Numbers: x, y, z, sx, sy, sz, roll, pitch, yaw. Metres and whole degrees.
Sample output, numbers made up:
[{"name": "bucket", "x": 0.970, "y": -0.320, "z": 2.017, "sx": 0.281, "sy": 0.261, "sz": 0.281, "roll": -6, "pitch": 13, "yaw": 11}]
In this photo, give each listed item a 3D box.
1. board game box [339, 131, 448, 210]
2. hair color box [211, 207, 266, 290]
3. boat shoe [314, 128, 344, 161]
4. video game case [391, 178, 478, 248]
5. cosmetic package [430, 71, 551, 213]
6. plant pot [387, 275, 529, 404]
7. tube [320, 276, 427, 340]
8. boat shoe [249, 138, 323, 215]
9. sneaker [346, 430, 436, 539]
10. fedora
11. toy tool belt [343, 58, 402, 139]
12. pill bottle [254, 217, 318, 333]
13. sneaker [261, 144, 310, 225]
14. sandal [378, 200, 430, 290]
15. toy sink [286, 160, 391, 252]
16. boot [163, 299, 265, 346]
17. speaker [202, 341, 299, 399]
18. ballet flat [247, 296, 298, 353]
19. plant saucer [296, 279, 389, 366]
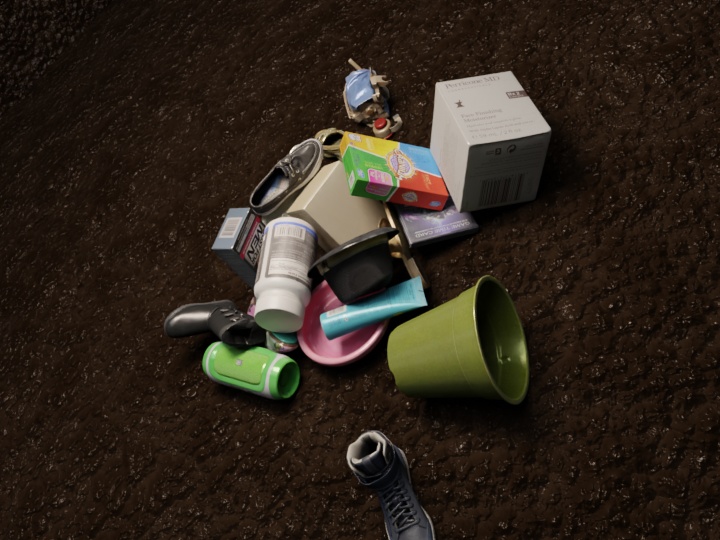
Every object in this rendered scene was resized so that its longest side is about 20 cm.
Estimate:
[{"name": "board game box", "x": 0.065, "y": -0.199, "z": 1.297, "sx": 0.196, "sy": 0.041, "sz": 0.155, "roll": 7, "pitch": 45, "yaw": -21}, {"name": "hair color box", "x": -0.214, "y": -0.029, "z": 1.353, "sx": 0.060, "sy": 0.201, "sz": 0.101, "roll": 2, "pitch": 58, "yaw": 31}, {"name": "boat shoe", "x": -0.060, "y": -0.306, "z": 1.545, "sx": 0.073, "sy": 0.063, "sz": 0.201, "roll": -38, "pitch": 37, "yaw": -4}, {"name": "video game case", "x": 0.139, "y": -0.135, "z": 1.323, "sx": 0.140, "sy": 0.019, "sz": 0.202, "roll": -14, "pitch": 50, "yaw": -6}, {"name": "cosmetic package", "x": 0.241, "y": -0.248, "z": 1.250, "sx": 0.161, "sy": 0.167, "sz": 0.202, "roll": -11, "pitch": 49, "yaw": -8}, {"name": "plant pot", "x": 0.149, "y": 0.130, "z": 1.064, "sx": 0.187, "sy": 0.200, "sz": 0.203, "roll": -17, "pitch": 50, "yaw": 32}, {"name": "tube", "x": 0.024, "y": 0.070, "z": 1.190, "sx": 0.197, "sy": 0.051, "sz": 0.078, "roll": -22, "pitch": 45, "yaw": 10}, {"name": "boat shoe", "x": -0.156, "y": -0.197, "z": 1.342, "sx": 0.199, "sy": 0.066, "sz": 0.070, "roll": -42, "pitch": 82, "yaw": 3}, {"name": "sneaker", "x": 0.044, "y": 0.341, "z": 0.985, "sx": 0.076, "sy": 0.147, "sz": 0.204, "roll": -28, "pitch": 50, "yaw": 5}, {"name": "fedora", "x": 0.000, "y": 0.000, "z": 1.195, "sx": 0.198, "sy": 0.200, "sz": 0.093, "roll": -26, "pitch": 83, "yaw": 10}, {"name": "toy tool belt", "x": 0.017, "y": -0.412, "z": 1.551, "sx": 0.123, "sy": 0.123, "sz": 0.202, "roll": -26, "pitch": 49, "yaw": 10}, {"name": "pill bottle", "x": -0.146, "y": 0.009, "z": 1.266, "sx": 0.112, "sy": 0.114, "sz": 0.204, "roll": -10, "pitch": 56, "yaw": 23}, {"name": "sneaker", "x": -0.148, "y": -0.169, "z": 1.415, "sx": 0.074, "sy": 0.085, "sz": 0.203, "roll": 26, "pitch": 89, "yaw": 8}, {"name": "sandal", "x": 0.062, "y": -0.043, "z": 1.279, "sx": 0.069, "sy": 0.077, "sz": 0.215, "roll": -31, "pitch": 64, "yaw": 14}, {"name": "toy sink", "x": -0.033, "y": -0.104, "z": 1.351, "sx": 0.131, "sy": 0.200, "sz": 0.112, "roll": -54, "pitch": 21, "yaw": -16}, {"name": "boot", "x": -0.296, "y": 0.117, "z": 1.312, "sx": 0.162, "sy": 0.067, "sz": 0.199, "roll": -19, "pitch": 22, "yaw": -26}, {"name": "speaker", "x": -0.216, "y": 0.194, "z": 1.275, "sx": 0.197, "sy": 0.089, "sz": 0.090, "roll": 8, "pitch": 61, "yaw": 33}, {"name": "ballet flat", "x": -0.182, "y": 0.125, "z": 1.323, "sx": 0.200, "sy": 0.068, "sz": 0.072, "roll": 44, "pitch": 115, "yaw": 49}, {"name": "plant saucer", "x": -0.028, "y": 0.098, "z": 1.261, "sx": 0.197, "sy": 0.051, "sz": 0.204, "roll": -15, "pitch": 53, "yaw": 20}]
